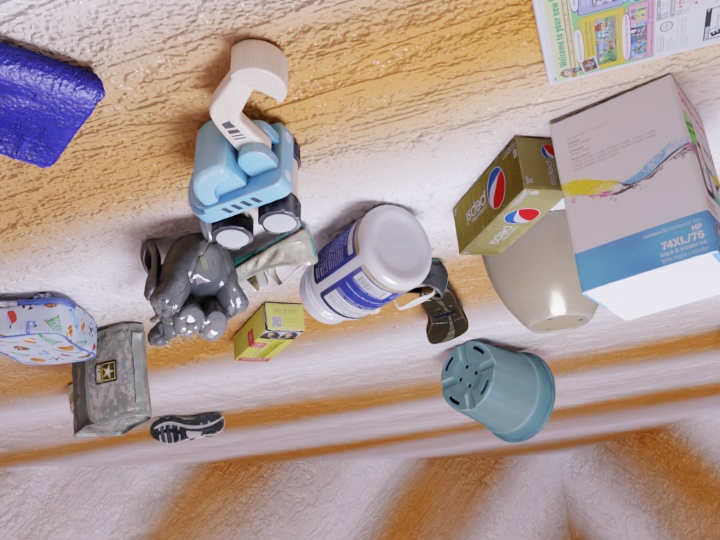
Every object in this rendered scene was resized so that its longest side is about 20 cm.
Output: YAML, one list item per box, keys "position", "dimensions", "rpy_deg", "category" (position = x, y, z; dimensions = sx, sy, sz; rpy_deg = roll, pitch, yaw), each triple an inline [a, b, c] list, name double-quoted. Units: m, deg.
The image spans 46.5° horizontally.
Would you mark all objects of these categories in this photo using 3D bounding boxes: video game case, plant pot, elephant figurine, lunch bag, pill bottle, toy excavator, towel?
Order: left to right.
- position: [-0.348, -0.155, 0.756]
  dimensions: [0.197, 0.051, 0.147]
  rpy_deg: [11, 155, -37]
  category: "towel"
- position: [-0.518, 0.097, 1.344]
  dimensions: [0.156, 0.077, 0.201]
  rpy_deg: [-3, 160, 0]
  category: "lunch bag"
- position: [-0.438, 0.197, 1.491]
  dimensions: [0.116, 0.168, 0.199]
  rpy_deg: [6, 157, -36]
  category: "lunch bag"
- position: [-0.249, 0.018, 1.146]
  dimensions: [0.142, 0.156, 0.199]
  rpy_deg: [49, 161, -25]
  category: "elephant figurine"
- position: [-0.121, -0.125, 0.848]
  dimensions: [0.191, 0.102, 0.200]
  rpy_deg: [-17, 148, 24]
  category: "toy excavator"
- position: [0.000, 0.000, 1.160]
  dimensions: [0.114, 0.119, 0.199]
  rpy_deg: [8, 156, -32]
  category: "pill bottle"
- position: [0.286, 0.251, 1.810]
  dimensions: [0.198, 0.205, 0.194]
  rpy_deg: [-23, 146, 39]
  category: "plant pot"
- position: [0.284, 0.015, 1.247]
  dimensions: [0.195, 0.138, 0.201]
  rpy_deg: [-4, 160, -2]
  category: "plant pot"
- position: [0.241, -0.240, 0.727]
  dimensions: [0.178, 0.023, 0.200]
  rpy_deg: [-12, 159, 15]
  category: "video game case"

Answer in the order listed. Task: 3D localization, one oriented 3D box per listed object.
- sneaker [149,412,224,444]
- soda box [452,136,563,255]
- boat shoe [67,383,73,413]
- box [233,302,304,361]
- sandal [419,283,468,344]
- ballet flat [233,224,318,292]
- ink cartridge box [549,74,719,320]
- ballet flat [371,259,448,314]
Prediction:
- position: [-0.454, 0.421, 2.212]
  dimensions: [0.195, 0.076, 0.080]
  rpy_deg: [-2, 162, -7]
  category: "sneaker"
- position: [0.183, -0.086, 1.048]
  dimensions: [0.062, 0.069, 0.200]
  rpy_deg: [0, 159, -16]
  category: "soda box"
- position: [-0.551, 0.256, 1.762]
  dimensions: [0.197, 0.067, 0.071]
  rpy_deg: [-22, 154, 37]
  category: "boat shoe"
- position: [-0.168, 0.114, 1.509]
  dimensions: [0.074, 0.051, 0.200]
  rpy_deg: [4, 158, -26]
  category: "box"
- position: [0.141, 0.066, 1.472]
  dimensions: [0.080, 0.056, 0.201]
  rpy_deg: [-15, 143, 10]
  category: "sandal"
- position: [-0.138, -0.001, 1.175]
  dimensions: [0.198, 0.063, 0.067]
  rpy_deg: [-23, -175, 39]
  category: "ballet flat"
- position: [0.315, -0.074, 0.925]
  dimensions: [0.144, 0.205, 0.146]
  rpy_deg: [-20, 156, 31]
  category: "ink cartridge box"
- position: [0.041, 0.028, 1.310]
  dimensions: [0.195, 0.070, 0.068]
  rpy_deg: [-8, 160, 7]
  category: "ballet flat"
